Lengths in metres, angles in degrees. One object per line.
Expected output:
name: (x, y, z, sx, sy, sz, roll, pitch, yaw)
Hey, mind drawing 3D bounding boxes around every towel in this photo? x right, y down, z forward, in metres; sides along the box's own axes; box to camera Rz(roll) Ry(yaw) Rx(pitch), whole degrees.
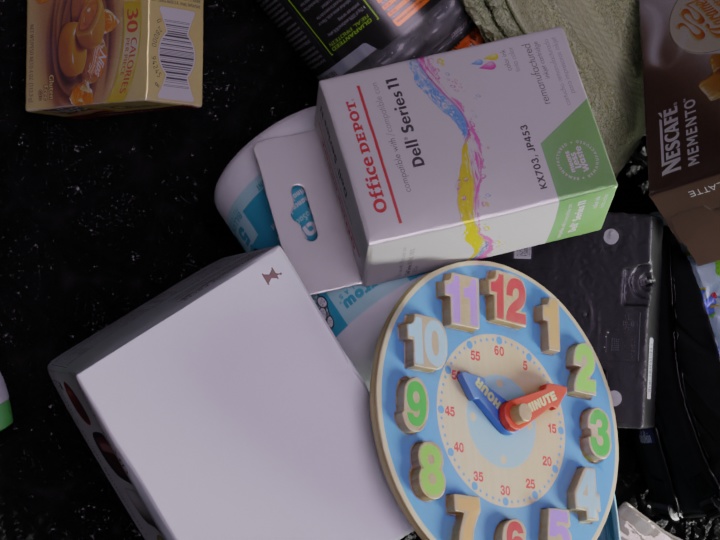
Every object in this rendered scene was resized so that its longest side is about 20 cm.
towel: (0.141, -0.164, 1.424, 0.200, 0.036, 0.149, 53, 47, -26)

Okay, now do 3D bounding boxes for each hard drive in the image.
hard drive: (0.098, 0.030, 1.411, 0.199, 0.038, 0.141, 1, 87, 22)

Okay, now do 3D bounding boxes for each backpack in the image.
backpack: (0.238, 0.053, 1.446, 0.153, 0.163, 0.201, -27, 88, -21)

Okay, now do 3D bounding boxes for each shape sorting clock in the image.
shape sorting clock: (0.086, 0.091, 1.293, 0.199, 0.039, 0.201, 18, 61, -35)

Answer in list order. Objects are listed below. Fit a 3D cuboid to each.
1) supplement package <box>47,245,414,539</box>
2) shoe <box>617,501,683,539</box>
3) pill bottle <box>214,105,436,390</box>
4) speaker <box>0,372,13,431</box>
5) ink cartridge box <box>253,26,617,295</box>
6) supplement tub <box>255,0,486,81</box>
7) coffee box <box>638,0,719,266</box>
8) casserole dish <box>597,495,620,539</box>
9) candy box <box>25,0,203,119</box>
supplement package: (-0.081, 0.105, 1.337, 0.147, 0.200, 0.192, -32, 95, -12)
shoe: (0.250, 0.223, 1.477, 0.199, 0.070, 0.054, 27, 91, -9)
pill bottle: (0.000, 0.000, 1.374, 0.111, 0.111, 0.200, -32, 73, -12)
speaker: (-0.294, 0.021, 1.348, 0.088, 0.088, 0.201, -26, 94, -13)
ink cartridge box: (0.043, -0.066, 1.307, 0.199, 0.067, 0.118, -14, 70, -9)
supplement tub: (-0.008, -0.197, 1.401, 0.122, 0.123, 0.200, -40, 98, -11)
coffee box: (0.250, -0.114, 1.393, 0.080, 0.114, 0.201, 50, 33, -40)
casserole dish: (0.116, 0.184, 1.427, 0.120, 0.039, 0.201, -4, 113, 12)
candy box: (-0.157, -0.202, 1.367, 0.055, 0.115, 0.201, 4, 87, -51)
